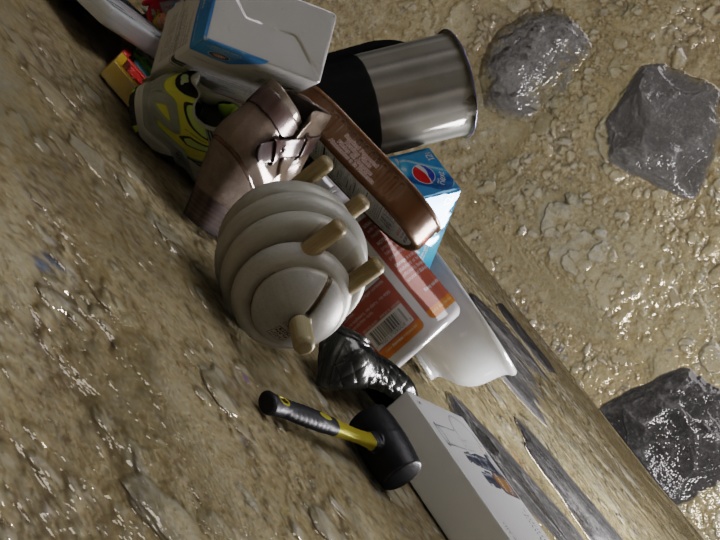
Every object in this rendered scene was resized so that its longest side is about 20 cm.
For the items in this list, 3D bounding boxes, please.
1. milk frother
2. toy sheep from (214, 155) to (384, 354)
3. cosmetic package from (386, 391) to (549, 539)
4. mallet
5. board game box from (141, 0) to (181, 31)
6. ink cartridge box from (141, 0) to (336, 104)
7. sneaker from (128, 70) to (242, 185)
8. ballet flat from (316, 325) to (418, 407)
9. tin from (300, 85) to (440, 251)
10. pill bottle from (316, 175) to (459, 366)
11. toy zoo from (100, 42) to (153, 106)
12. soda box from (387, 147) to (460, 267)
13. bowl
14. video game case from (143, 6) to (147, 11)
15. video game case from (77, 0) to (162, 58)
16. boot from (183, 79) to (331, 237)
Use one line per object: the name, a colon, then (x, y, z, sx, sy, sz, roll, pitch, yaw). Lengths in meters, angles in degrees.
milk frother: (0.007, -0.226, 1.484, 0.201, 0.186, 0.182, 93, -23, -49)
toy sheep: (-0.053, -0.006, 1.140, 0.138, 0.137, 0.201, 45, 19, -28)
cosmetic package: (0.105, 0.212, 1.294, 0.201, 0.052, 0.150, 54, 12, 26)
mallet: (-0.022, 0.115, 1.106, 0.199, 0.041, 0.066, 34, 18, -49)
board game box: (-0.197, -0.269, 1.557, 0.158, 0.039, 0.201, 50, -36, 22)
ink cartridge box: (-0.117, -0.203, 1.308, 0.115, 0.069, 0.199, 18, -11, -23)
sneaker: (-0.126, -0.114, 1.336, 0.199, 0.076, 0.076, 34, 48, -43)
ballet flat: (0.002, 0.100, 1.298, 0.066, 0.057, 0.200, 23, -10, 27)
tin: (-0.004, -0.099, 1.359, 0.200, 0.042, 0.112, 46, -12, 4)
pill bottle: (0.000, 0.000, 1.445, 0.201, 0.112, 0.112, 51, 9, 4)
toy zoo: (-0.200, -0.163, 1.421, 0.131, 0.020, 0.200, 48, 8, -13)
soda box: (0.039, -0.032, 1.536, 0.064, 0.201, 0.068, -15, 53, -32)
bowl: (0.091, 0.063, 1.667, 0.202, 0.090, 0.201, 56, -1, 1)
video game case: (-0.198, -0.251, 1.821, 0.143, 0.018, 0.201, 41, 12, -51)
video game case: (-0.271, -0.284, 1.475, 0.182, 0.023, 0.200, 44, 6, 20)
boot: (-0.078, -0.089, 1.290, 0.070, 0.147, 0.200, 38, 4, 19)
